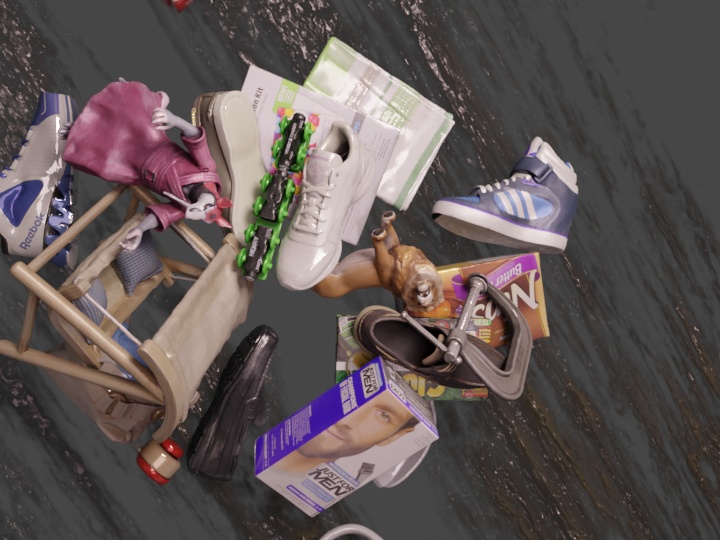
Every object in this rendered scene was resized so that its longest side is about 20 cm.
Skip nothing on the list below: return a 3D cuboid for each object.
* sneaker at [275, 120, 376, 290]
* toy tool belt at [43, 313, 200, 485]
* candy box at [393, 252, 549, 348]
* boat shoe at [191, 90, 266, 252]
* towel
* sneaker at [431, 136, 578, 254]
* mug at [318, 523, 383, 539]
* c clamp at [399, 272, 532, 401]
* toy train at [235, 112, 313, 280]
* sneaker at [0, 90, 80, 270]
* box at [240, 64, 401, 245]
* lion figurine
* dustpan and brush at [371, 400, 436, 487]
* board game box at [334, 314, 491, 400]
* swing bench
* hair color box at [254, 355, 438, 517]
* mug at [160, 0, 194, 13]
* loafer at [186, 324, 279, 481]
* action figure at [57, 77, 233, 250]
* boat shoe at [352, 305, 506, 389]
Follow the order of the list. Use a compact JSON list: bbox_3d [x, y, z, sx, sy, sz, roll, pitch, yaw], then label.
[{"bbox_3d":[-0.050,-0.076,0.745,0.074,0.100,0.202,13,67,23],"label":"sneaker"},{"bbox_3d":[-0.250,0.129,0.764,0.200,0.125,0.123,43,77,6],"label":"toy tool belt"},{"bbox_3d":[0.147,0.048,0.899,0.198,0.056,0.118,-9,94,-11],"label":"candy box"},{"bbox_3d":[-0.148,-0.104,0.775,0.072,0.060,0.204,-36,127,-49],"label":"boat shoe"},{"bbox_3d":[0.011,-0.189,0.870,0.199,0.031,0.150,31,84,-13],"label":"towel"},{"bbox_3d":[0.199,-0.113,0.901,0.198,0.081,0.148,13,80,-11],"label":"sneaker"},{"bbox_3d":[0.012,0.419,0.845,0.175,0.148,0.200,-37,70,-16],"label":"mug"},{"bbox_3d":[0.144,0.065,0.797,0.171,0.200,0.027,47,124,-2],"label":"c clamp"},{"bbox_3d":[-0.095,-0.082,0.763,0.041,0.056,0.202,15,80,3],"label":"toy train"},{"bbox_3d":[-0.377,-0.102,0.749,0.114,0.080,0.202,2,93,-16],"label":"sneaker"},{"bbox_3d":[-0.069,-0.140,0.830,0.198,0.041,0.157,21,96,-10],"label":"box"},{"bbox_3d":[0.000,0.000,0.822,0.198,0.073,0.123,-3,127,21],"label":"lion figurine"},{"bbox_3d":[0.065,0.180,0.880,0.200,0.057,0.140,-42,101,-10],"label":"dustpan and brush"},{"bbox_3d":[0.066,0.110,0.845,0.198,0.023,0.106,1,94,-8],"label":"board game box"},{"bbox_3d":[-0.227,0.033,0.707,0.199,0.200,0.130,30,128,-5],"label":"swing bench"},{"bbox_3d":[-0.019,0.204,0.807,0.199,0.065,0.109,-37,120,13],"label":"hair color box"},{"bbox_3d":[-0.188,-0.416,0.783,0.200,0.177,0.134,-46,138,-4],"label":"mug"},{"bbox_3d":[-0.146,0.164,0.826,0.070,0.068,0.202,25,91,-21],"label":"loafer"},{"bbox_3d":[-0.208,-0.102,0.700,0.199,0.149,0.135,36,100,8],"label":"action figure"},{"bbox_3d":[0.086,0.100,0.799,0.198,0.073,0.075,16,90,-9],"label":"boat shoe"}]
